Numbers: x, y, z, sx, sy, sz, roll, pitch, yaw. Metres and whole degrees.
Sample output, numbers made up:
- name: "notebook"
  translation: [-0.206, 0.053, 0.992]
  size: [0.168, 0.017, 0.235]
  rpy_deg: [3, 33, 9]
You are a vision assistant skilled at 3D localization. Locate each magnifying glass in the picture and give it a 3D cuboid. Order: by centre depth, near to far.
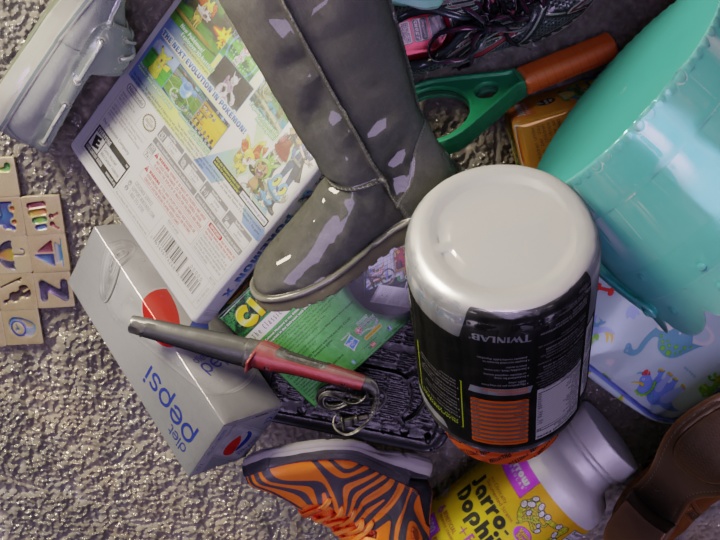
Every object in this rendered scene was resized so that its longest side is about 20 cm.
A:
- name: "magnifying glass"
  translation: [0.106, -0.138, 0.845]
  size: [0.197, 0.080, 0.023]
  rpy_deg: [-23, 134, -2]

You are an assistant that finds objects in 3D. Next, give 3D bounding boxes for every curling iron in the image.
- name: "curling iron"
  translation: [-0.075, 0.072, 0.793]
  size: [0.197, 0.026, 0.050]
  rpy_deg: [20, 107, -7]

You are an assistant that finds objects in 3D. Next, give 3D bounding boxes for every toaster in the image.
- name: "toaster"
  translation: [0.013, 0.035, 0.880]
  size: [0.196, 0.119, 0.184]
  rpy_deg: [11, 112, -5]

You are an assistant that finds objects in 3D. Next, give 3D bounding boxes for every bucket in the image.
- name: "bucket"
  translation: [0.221, -0.077, 0.728]
  size: [0.134, 0.208, 0.208]
  rpy_deg: [39, 106, -8]

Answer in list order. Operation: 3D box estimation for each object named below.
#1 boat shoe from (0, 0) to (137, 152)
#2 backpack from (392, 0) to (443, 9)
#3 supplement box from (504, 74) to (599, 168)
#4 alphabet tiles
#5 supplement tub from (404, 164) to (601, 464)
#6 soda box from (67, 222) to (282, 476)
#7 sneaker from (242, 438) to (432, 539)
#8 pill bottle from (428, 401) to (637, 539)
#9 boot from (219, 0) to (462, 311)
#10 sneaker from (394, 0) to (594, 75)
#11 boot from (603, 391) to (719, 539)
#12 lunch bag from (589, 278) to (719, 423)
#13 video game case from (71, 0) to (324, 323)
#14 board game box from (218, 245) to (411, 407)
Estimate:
- name: "boat shoe"
  translation: [-0.209, -0.175, 0.828]
  size: [0.071, 0.070, 0.201]
  rpy_deg: [34, 112, -24]
- name: "backpack"
  translation: [0.018, -0.264, 0.732]
  size: [0.196, 0.178, 0.153]
  rpy_deg: [1, 119, -6]
- name: "supplement box"
  translation: [0.215, -0.122, 0.850]
  size: [0.197, 0.067, 0.070]
  rpy_deg: [-19, 111, 6]
- name: "alphabet tiles"
  translation: [-0.344, -0.012, 0.918]
  size: [0.196, 0.006, 0.169]
  rpy_deg: [-3, 112, 0]
- name: "supplement tub"
  translation: [0.094, 0.038, 0.724]
  size: [0.120, 0.124, 0.202]
  rpy_deg: [-6, 142, 2]
- name: "soda box"
  translation: [-0.149, 0.055, 0.851]
  size: [0.201, 0.063, 0.069]
  rpy_deg: [53, 127, 22]
- name: "sneaker"
  translation: [-0.009, 0.201, 0.878]
  size: [0.198, 0.114, 0.077]
  rpy_deg: [15, 154, -39]
- name: "pill bottle"
  translation: [0.143, 0.205, 0.957]
  size: [0.200, 0.105, 0.104]
  rpy_deg: [-42, 107, 14]
- name: "boot"
  translation: [-0.035, -0.092, 0.690]
  size: [0.180, 0.073, 0.201]
  rpy_deg: [-34, 125, -2]
- name: "sneaker"
  translation: [0.094, -0.191, 0.817]
  size: [0.197, 0.075, 0.082]
  rpy_deg: [-22, 110, 7]
- name: "boot"
  translation: [0.290, 0.161, 0.914]
  size: [0.076, 0.155, 0.201]
  rpy_deg: [40, 109, 19]
- name: "lunch bag"
  translation: [0.231, 0.021, 0.897]
  size: [0.199, 0.083, 0.161]
  rpy_deg: [35, 107, -14]
- name: "video game case"
  translation: [-0.117, -0.096, 0.814]
  size: [0.183, 0.022, 0.201]
  rpy_deg: [-48, 63, 17]
- name: "board game box"
  translation: [0.000, 0.000, 0.791]
  size: [0.200, 0.024, 0.105]
  rpy_deg: [-42, 107, 14]
